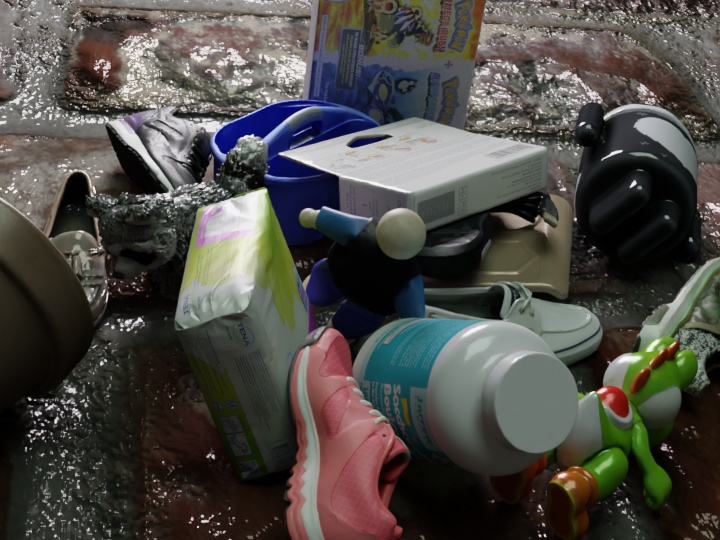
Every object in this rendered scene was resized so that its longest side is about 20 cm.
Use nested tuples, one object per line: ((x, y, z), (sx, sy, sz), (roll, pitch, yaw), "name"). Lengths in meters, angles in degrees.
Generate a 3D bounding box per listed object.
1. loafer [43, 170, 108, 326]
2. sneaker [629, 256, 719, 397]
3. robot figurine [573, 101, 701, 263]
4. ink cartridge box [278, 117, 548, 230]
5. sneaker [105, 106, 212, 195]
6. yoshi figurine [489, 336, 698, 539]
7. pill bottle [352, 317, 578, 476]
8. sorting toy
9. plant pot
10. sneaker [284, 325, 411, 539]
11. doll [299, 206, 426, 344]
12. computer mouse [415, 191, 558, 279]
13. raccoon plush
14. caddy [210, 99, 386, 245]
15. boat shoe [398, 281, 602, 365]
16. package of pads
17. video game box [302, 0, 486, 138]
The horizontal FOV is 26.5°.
((-0.261, -0.021, 1.369), (0.071, 0.063, 0.201), (2, 31, -11), "loafer")
((0.313, 0.060, 1.372), (0.088, 0.077, 0.200), (36, 44, 19), "sneaker")
((0.282, -0.090, 1.546), (0.123, 0.152, 0.200), (0, 29, 13), "robot figurine")
((0.051, -0.093, 1.449), (0.175, 0.045, 0.199), (18, 27, 42), "ink cartridge box")
((-0.181, -0.112, 1.507), (0.087, 0.076, 0.200), (-26, 40, -14), "sneaker")
((0.196, 0.134, 1.209), (0.199, 0.113, 0.112), (-36, 9, -32), "yoshi figurine")
((0.079, 0.092, 1.131), (0.110, 0.112, 0.200), (-8, 2, -25), "pill bottle")
((0.103, -0.023, 1.469), (0.198, 0.037, 0.186), (4, 30, 8), "sorting toy")
((-0.327, 0.054, 1.131), (0.198, 0.202, 0.175), (20, 49, 20), "plant pot")
((-0.004, 0.127, 1.119), (0.086, 0.074, 0.202), (-11, 50, 13), "sneaker")
((0.000, 0.000, 1.254), (0.137, 0.200, 0.048), (48, 62, 1), "doll")
((0.112, -0.029, 1.401), (0.139, 0.047, 0.200), (-1, 18, 7), "computer mouse")
((-0.167, -0.069, 1.356), (0.096, 0.134, 0.202), (-8, 51, 29), "raccoon plush")
((-0.063, -0.112, 1.524), (0.140, 0.106, 0.199), (25, 34, 27), "caddy")
((0.127, 0.045, 1.342), (0.198, 0.067, 0.074), (-5, 33, -21), "boat shoe")
((-0.085, 0.042, 1.205), (0.067, 0.156, 0.201), (-15, 29, 9), "package of pads")
((0.033, -0.224, 1.648), (0.180, 0.202, 0.047), (0, 34, -11), "video game box")
